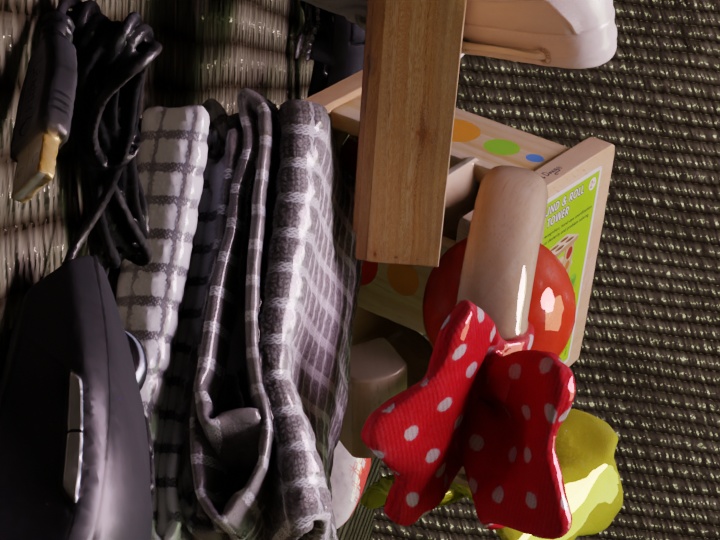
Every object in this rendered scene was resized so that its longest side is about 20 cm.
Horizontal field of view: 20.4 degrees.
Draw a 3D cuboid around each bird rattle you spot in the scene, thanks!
[{"bbox_3d":[0.045,0.036,0.803,0.200,0.112,0.164,61,34,-66],"label":"bird rattle"}]

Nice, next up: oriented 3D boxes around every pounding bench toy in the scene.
[{"bbox_3d":[0.000,0.000,0.965,0.200,0.155,0.125,-32,137,-48],"label":"pounding bench toy"}]

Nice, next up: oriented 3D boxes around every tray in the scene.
[{"bbox_3d":[0.021,-0.109,0.726,0.099,0.037,0.201,-84,178,-47],"label":"tray"}]

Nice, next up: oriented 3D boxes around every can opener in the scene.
[{"bbox_3d":[-0.010,-0.103,1.182,0.200,0.078,0.064,107,-14,-53],"label":"can opener"}]

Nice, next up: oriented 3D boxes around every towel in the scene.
[{"bbox_3d":[-0.041,0.034,0.771,0.200,0.085,0.167,81,16,-76],"label":"towel"}]

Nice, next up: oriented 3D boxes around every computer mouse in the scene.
[{"bbox_3d":[-0.074,0.025,0.543,0.141,0.046,0.201,94,5,-55],"label":"computer mouse"}]

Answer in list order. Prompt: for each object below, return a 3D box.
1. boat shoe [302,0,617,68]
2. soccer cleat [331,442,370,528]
[{"bbox_3d":[0.028,-0.119,0.851,0.072,0.199,0.066,-39,123,-36],"label":"boat shoe"},{"bbox_3d":[-0.027,0.059,1.227,0.085,0.068,0.201,36,57,-76],"label":"soccer cleat"}]
